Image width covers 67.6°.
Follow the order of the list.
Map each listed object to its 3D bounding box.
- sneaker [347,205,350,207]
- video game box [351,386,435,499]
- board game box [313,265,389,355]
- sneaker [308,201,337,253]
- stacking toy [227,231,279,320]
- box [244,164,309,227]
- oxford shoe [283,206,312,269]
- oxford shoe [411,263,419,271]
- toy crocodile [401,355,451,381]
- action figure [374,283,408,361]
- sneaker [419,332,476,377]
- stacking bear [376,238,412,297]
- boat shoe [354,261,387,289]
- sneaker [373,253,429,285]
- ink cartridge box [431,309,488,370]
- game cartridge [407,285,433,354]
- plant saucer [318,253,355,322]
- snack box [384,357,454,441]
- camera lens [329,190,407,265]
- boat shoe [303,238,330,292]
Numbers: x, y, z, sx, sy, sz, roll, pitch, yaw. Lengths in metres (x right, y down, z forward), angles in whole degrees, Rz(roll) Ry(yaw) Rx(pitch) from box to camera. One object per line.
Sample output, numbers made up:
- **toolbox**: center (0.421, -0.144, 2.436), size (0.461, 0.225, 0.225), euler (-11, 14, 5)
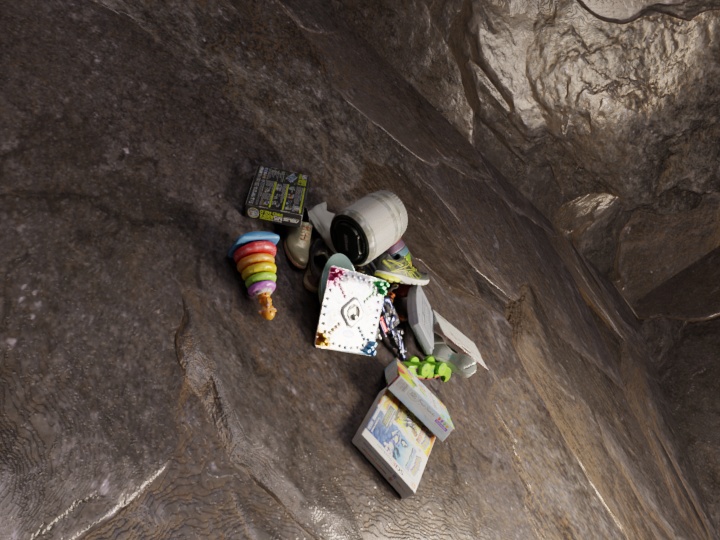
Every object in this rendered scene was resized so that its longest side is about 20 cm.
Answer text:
- **sneaker**: center (0.006, -0.148, 1.679), size (0.197, 0.148, 0.081), euler (-4, 48, -49)
- **video game box**: center (0.086, 0.406, 1.292), size (0.183, 0.047, 0.200), euler (49, 32, -3)
- **board game box**: center (-0.017, 0.109, 1.382), size (0.196, 0.026, 0.207), euler (15, 84, -39)
- **sneaker**: center (-0.077, -0.119, 1.583), size (0.202, 0.088, 0.075), euler (52, -5, 16)
- **stacking toy**: center (-0.236, 0.021, 1.276), size (0.113, 0.110, 0.205), euler (-5, 69, -34)
- **box**: center (-0.229, -0.211, 1.508), size (0.155, 0.045, 0.203), euler (10, 42, -7)
- **oxford shoe**: center (-0.168, -0.096, 1.490), size (0.070, 0.074, 0.204), euler (20, 41, -35)
- **oxford shoe**: center (0.123, -0.027, 1.792), size (0.201, 0.071, 0.072), euler (52, -6, 21)
- **toy crocodile**: center (0.186, 0.283, 1.532), size (0.196, 0.064, 0.067), euler (9, 6, -44)
- **action figure**: center (0.078, 0.154, 1.538), size (0.192, 0.102, 0.206), euler (-30, 106, -51)
- **sneaker**: center (0.253, 0.263, 1.630), size (0.198, 0.081, 0.071), euler (35, 63, 14)
- **stacking bear**: center (0.110, -0.010, 1.680), size (0.121, 0.111, 0.205), euler (-139, -155, -75)
- **boat shoe**: center (0.000, 0.000, 1.592), size (0.201, 0.071, 0.091), euler (49, 30, -1)
- **sneaker**: center (0.130, -0.004, 1.592), size (0.195, 0.074, 0.088), euler (8, 88, -35)
- **ink cartridge box**: center (0.299, 0.228, 1.687), size (0.198, 0.044, 0.174), euler (39, 15, -16)
- **game cartridge**: center (0.178, 0.134, 1.599), size (0.202, 0.039, 0.136), euler (-80, 149, -58)
- **plant saucer**: center (-0.065, 0.059, 1.429), size (0.199, 0.038, 0.208), euler (12, 76, -61)
- **snack box**: center (0.149, 0.329, 1.392), size (0.200, 0.053, 0.142), euler (45, 7, -5)
- **camera lens**: center (0.022, -0.121, 1.513), size (0.161, 0.160, 0.199), euler (50, 50, 6)
- **boat shoe**: center (-0.112, -0.025, 1.491), size (0.071, 0.065, 0.203), euler (33, 35, -19)
